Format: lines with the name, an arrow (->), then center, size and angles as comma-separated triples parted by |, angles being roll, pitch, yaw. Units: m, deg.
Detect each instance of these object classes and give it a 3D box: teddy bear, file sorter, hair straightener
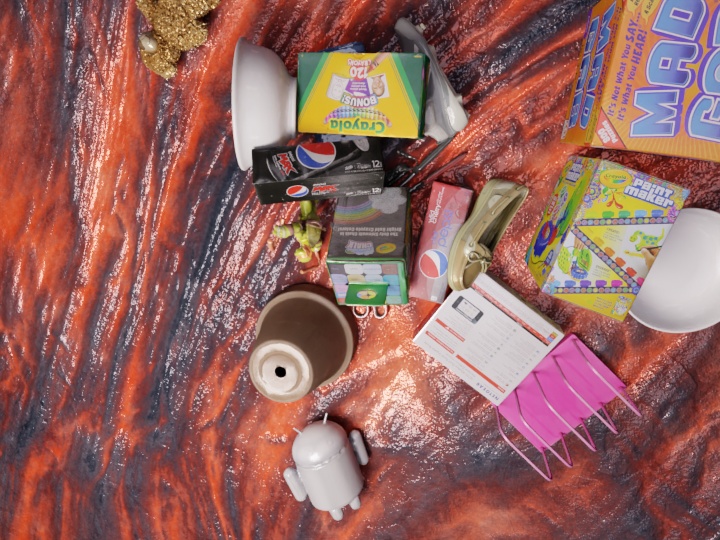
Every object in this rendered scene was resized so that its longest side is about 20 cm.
teddy bear -> -0.316, -0.430, 0.861 | 0.199, 0.067, 0.146 | -34, 94, 16
file sorter -> 0.351, 0.241, 0.883 | 0.139, 0.125, 0.200 | 43, 107, -3
hair straightener -> 0.082, -0.172, 0.876 | 0.199, 0.041, 0.077 | -34, 96, 21

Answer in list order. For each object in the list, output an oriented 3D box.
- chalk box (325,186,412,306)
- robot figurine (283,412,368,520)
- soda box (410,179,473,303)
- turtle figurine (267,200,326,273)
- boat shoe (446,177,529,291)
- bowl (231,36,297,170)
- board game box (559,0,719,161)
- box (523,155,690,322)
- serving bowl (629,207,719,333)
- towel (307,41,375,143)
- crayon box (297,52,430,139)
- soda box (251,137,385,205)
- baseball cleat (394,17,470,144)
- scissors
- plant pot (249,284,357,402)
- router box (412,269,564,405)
chalk box -> 0.018, -0.021, 0.822 | 0.123, 0.201, 0.124 | 1, 145, 10
robot figurine -> -0.065, 0.382, 0.999 | 0.169, 0.113, 0.202 | -24, 101, -23
soda box -> 0.135, -0.050, 0.877 | 0.069, 0.063, 0.202 | 15, 104, 7
turtle figurine -> -0.094, -0.084, 0.863 | 0.064, 0.200, 0.163 | -1, 81, 20
boat shoe -> 0.206, -0.055, 0.830 | 0.063, 0.073, 0.202 | 22, 80, 42
bowl -> -0.146, -0.262, 0.818 | 0.089, 0.201, 0.203 | 2, 105, -6
board game box -> 0.419, -0.264, 0.704 | 0.198, 0.200, 0.202 | 9, 106, 7
box -> 0.353, -0.060, 0.767 | 0.121, 0.200, 0.194 | 21, 106, 5
serving bowl -> 0.510, -0.004, 0.824 | 0.198, 0.066, 0.202 | 2, 104, 10
towel -> -0.029, -0.271, 0.860 | 0.111, 0.049, 0.202 | -5, 102, 13
crayon box -> 0.003, -0.270, 0.789 | 0.198, 0.058, 0.120 | 7, 105, 16
soda box -> -0.064, -0.153, 0.787 | 0.198, 0.071, 0.064 | -6, 69, -4
baseball cleat -> 0.090, -0.298, 0.811 | 0.106, 0.070, 0.201 | -33, 90, 7
scissors -> 0.000, 0.000, 0.944 | 0.072, 0.014, 0.202 | -11, 101, 15
plant pot -> -0.114, 0.144, 0.914 | 0.198, 0.175, 0.202 | 2, 105, 9
router box -> 0.224, 0.112, 0.912 | 0.199, 0.049, 0.180 | 38, 107, -1
